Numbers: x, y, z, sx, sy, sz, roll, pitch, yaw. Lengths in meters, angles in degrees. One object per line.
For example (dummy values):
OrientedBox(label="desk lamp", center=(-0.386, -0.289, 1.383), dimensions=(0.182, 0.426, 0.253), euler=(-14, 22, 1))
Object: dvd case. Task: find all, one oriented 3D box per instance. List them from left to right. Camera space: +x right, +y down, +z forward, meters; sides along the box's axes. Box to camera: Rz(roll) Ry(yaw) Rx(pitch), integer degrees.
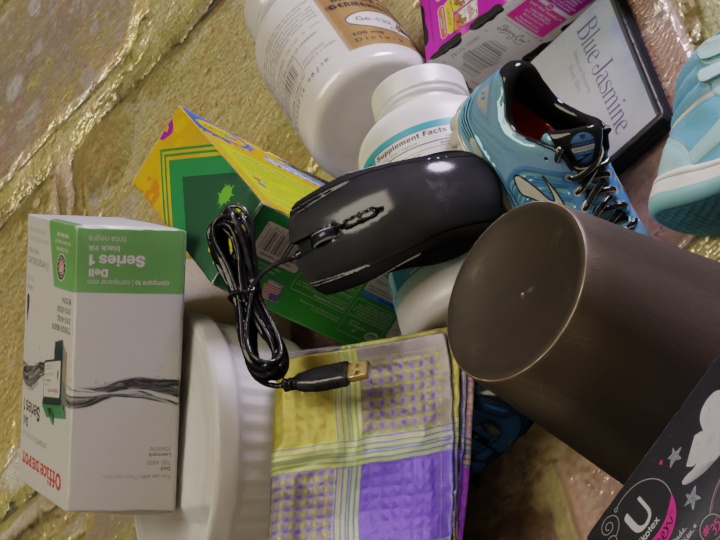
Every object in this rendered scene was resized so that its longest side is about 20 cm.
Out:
OrientedBox(label="dvd case", center=(0.132, -0.091, 1.666), dimensions=(0.200, 0.018, 0.143), euler=(-43, 40, 26))

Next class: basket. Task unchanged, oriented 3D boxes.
OrientedBox(label="basket", center=(0.159, 0.049, 1.386), dimensions=(0.136, 0.200, 0.181), euler=(-27, 50, 40))

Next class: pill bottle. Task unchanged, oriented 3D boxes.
OrientedBox(label="pill bottle", center=(-0.019, -0.164, 1.820), dimensions=(0.114, 0.114, 0.200), euler=(-52, 37, 15))
OrientedBox(label="pill bottle", center=(0.062, -0.043, 1.610), dimensions=(0.111, 0.111, 0.200), euler=(-36, 53, 33))

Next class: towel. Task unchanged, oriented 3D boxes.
OrientedBox(label="towel", center=(0.002, 0.136, 1.518), dimensions=(0.143, 0.023, 0.201), euler=(-7, 64, 23))

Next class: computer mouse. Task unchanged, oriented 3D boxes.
OrientedBox(label="computer mouse", center=(0.000, 0.000, 1.514), dimensions=(0.199, 0.046, 0.141), euler=(-14, 75, 8))

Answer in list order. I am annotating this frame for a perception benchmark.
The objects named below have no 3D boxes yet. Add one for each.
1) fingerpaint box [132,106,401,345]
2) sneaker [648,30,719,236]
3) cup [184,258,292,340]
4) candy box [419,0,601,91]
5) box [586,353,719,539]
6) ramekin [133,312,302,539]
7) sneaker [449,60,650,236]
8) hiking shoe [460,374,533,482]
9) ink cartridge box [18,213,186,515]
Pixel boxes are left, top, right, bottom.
OrientedBox(label="fingerpaint box", center=(-0.045, -0.019, 1.687), dimensions=(0.073, 0.200, 0.167), euler=(-56, 37, 11))
OrientedBox(label="sneaker", center=(0.264, -0.105, 1.457), dimensions=(0.200, 0.079, 0.131), euler=(-15, 58, 45))
OrientedBox(label="cup", center=(-0.168, 0.069, 1.810), dimensions=(0.200, 0.143, 0.201), euler=(-42, 33, 35))
OrientedBox(label="candy box", center=(0.132, -0.242, 1.725), dimensions=(0.200, 0.061, 0.137), euler=(-35, 44, 35))
OrientedBox(label="box", center=(0.247, 0.119, 1.290), dimensions=(0.200, 0.132, 0.115), euler=(-55, 33, 11))
OrientedBox(label="ramekin", center=(-0.090, 0.133, 1.653), dimensions=(0.202, 0.094, 0.203), euler=(-176, 90, -68))
OrientedBox(label="sneaker", center=(0.135, -0.053, 1.517), dimensions=(0.200, 0.078, 0.090), euler=(51, 145, 16))
OrientedBox(label="hiking shoe", center=(0.051, 0.139, 1.571), dimensions=(0.200, 0.074, 0.087), euler=(-41, 32, 38))
OrientedBox(label="ink cartridge box", center=(-0.184, 0.064, 1.651), dimensions=(0.146, 0.084, 0.201), euler=(-169, 82, -68))
